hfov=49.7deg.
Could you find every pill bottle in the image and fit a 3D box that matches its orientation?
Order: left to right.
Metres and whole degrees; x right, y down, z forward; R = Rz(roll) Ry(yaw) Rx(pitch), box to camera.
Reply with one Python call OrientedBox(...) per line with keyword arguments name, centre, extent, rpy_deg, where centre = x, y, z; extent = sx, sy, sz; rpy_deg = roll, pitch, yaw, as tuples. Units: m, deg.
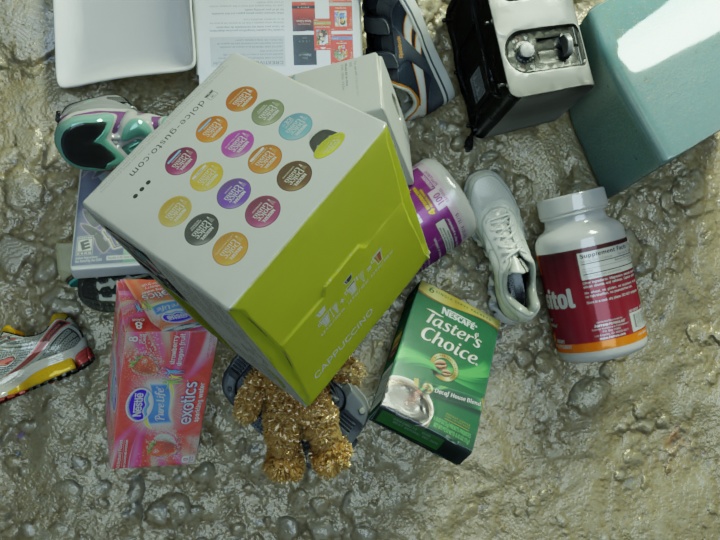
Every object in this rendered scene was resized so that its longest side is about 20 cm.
OrientedBox(name="pill bottle", centre=(0.032, -0.038, 0.943), extent=(0.199, 0.112, 0.113), rpy_deg=(-35, 94, -5))
OrientedBox(name="pill bottle", centre=(0.281, 0.005, 0.967), extent=(0.111, 0.113, 0.203), rpy_deg=(-13, 91, -5))

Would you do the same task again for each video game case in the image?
OrientedBox(name="video game case", centre=(-0.232, -0.079, 0.915), extent=(0.197, 0.023, 0.184), rpy_deg=(-5, 58, -5))

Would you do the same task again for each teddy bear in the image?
OrientedBox(name="teddy bear", centre=(-0.068, 0.130, 0.820), extent=(0.143, 0.067, 0.203), rpy_deg=(9, 96, 7))

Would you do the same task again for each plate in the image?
OrientedBox(name="plate", centre=(-0.278, -0.325, 0.921), extent=(0.197, 0.032, 0.203), rpy_deg=(-2, 91, 20))

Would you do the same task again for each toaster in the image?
OrientedBox(name="toaster", centre=(-0.085, 0.138, 0.925), extent=(0.199, 0.129, 0.114), rpy_deg=(40, 86, -5))
OrientedBox(name="toaster", centre=(0.180, -0.264, 0.925), extent=(0.117, 0.200, 0.184), rpy_deg=(-11, 84, -8))

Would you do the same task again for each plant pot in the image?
OrientedBox(name="plant pot", centre=(0.357, -0.238, 0.938), extent=(0.194, 0.196, 0.202), rpy_deg=(-30, 85, -4))

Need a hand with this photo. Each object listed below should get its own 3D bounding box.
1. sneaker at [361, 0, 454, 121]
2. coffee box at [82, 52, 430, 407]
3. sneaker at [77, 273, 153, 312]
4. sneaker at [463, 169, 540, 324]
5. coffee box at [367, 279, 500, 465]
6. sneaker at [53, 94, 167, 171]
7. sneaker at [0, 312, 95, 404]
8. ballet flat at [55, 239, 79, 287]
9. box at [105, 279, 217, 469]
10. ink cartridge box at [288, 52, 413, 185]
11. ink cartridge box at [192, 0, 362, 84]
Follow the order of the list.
OrientedBox(name="sneaker", centre=(0.040, -0.272, 0.935), extent=(0.079, 0.078, 0.201), rpy_deg=(-34, 115, -4))
OrientedBox(name="coffee box", centre=(-0.081, -0.035, 0.715), extent=(0.197, 0.201, 0.200), rpy_deg=(31, 72, 30))
OrientedBox(name="sneaker", centre=(-0.232, 0.018, 0.927), extent=(0.197, 0.089, 0.078), rpy_deg=(-9, 71, -8))
OrientedBox(name="sneaker", centre=(0.183, -0.031, 0.974), extent=(0.074, 0.081, 0.203), rpy_deg=(-17, 91, -3))
OrientedBox(name="coffee box", centre=(0.093, 0.115, 0.928), extent=(0.122, 0.044, 0.201), rpy_deg=(28, 47, -4))
OrientedBox(name="sneaker", centre=(-0.258, -0.167, 0.915), extent=(0.198, 0.140, 0.079), rpy_deg=(7, 115, -29))
OrientedBox(name="sneaker", centre=(-0.424, 0.113, 0.926), extent=(0.198, 0.078, 0.083), rpy_deg=(-23, 89, -14))
OrientedBox(name="ballet flat", centre=(-0.274, -0.041, 0.941), extent=(0.197, 0.069, 0.070), rpy_deg=(-18, 92, -5))
OrientedBox(name="box", centre=(-0.228, 0.117, 0.873), extent=(0.101, 0.095, 0.202), rpy_deg=(2, 124, -23))
OrientedBox(name="ink cartridge box", centre=(-0.051, -0.147, 0.884), extent=(0.197, 0.146, 0.089), rpy_deg=(-13, 60, 11))
OrientedBox(name="ink cartridge box", centre=(-0.099, -0.271, 0.941), extent=(0.197, 0.084, 0.178), rpy_deg=(-2, 89, -5))
